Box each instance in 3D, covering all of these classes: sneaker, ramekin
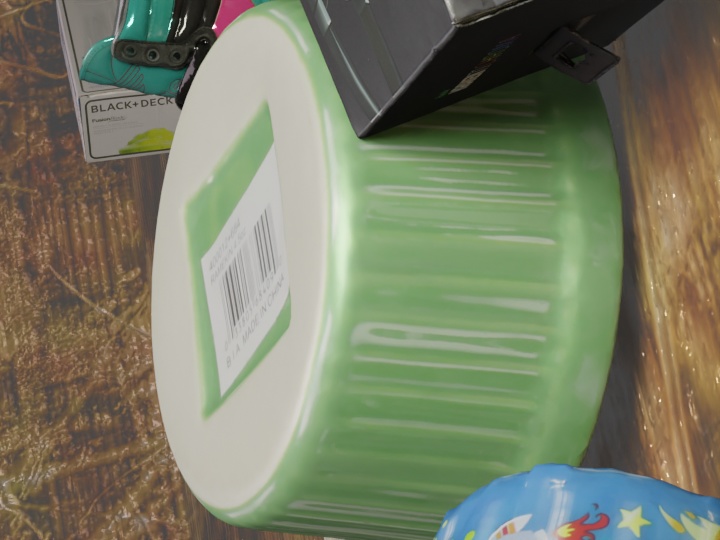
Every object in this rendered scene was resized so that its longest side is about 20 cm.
[{"bbox_3d":[-0.079,-0.090,1.242,0.084,0.120,0.201,152,111,-80],"label":"sneaker"},{"bbox_3d":[0.000,0.000,0.858,0.200,0.097,0.201,-176,90,-66],"label":"ramekin"}]

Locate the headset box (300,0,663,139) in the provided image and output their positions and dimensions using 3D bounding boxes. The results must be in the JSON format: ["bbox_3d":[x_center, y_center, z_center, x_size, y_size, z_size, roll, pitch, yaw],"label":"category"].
[{"bbox_3d":[0.020,-0.143,0.697,0.174,0.093,0.200,138,111,-79],"label":"headset box"}]

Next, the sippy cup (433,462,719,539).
[{"bbox_3d":[0.058,0.128,0.661,0.140,0.177,0.131,62,-147,-50],"label":"sippy cup"}]

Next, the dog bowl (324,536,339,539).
[{"bbox_3d":[0.019,0.093,1.126,0.200,0.058,0.201,172,90,-81],"label":"dog bowl"}]

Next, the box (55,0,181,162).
[{"bbox_3d":[-0.175,-0.165,1.963,0.200,0.116,0.060,-112,17,-56],"label":"box"}]
